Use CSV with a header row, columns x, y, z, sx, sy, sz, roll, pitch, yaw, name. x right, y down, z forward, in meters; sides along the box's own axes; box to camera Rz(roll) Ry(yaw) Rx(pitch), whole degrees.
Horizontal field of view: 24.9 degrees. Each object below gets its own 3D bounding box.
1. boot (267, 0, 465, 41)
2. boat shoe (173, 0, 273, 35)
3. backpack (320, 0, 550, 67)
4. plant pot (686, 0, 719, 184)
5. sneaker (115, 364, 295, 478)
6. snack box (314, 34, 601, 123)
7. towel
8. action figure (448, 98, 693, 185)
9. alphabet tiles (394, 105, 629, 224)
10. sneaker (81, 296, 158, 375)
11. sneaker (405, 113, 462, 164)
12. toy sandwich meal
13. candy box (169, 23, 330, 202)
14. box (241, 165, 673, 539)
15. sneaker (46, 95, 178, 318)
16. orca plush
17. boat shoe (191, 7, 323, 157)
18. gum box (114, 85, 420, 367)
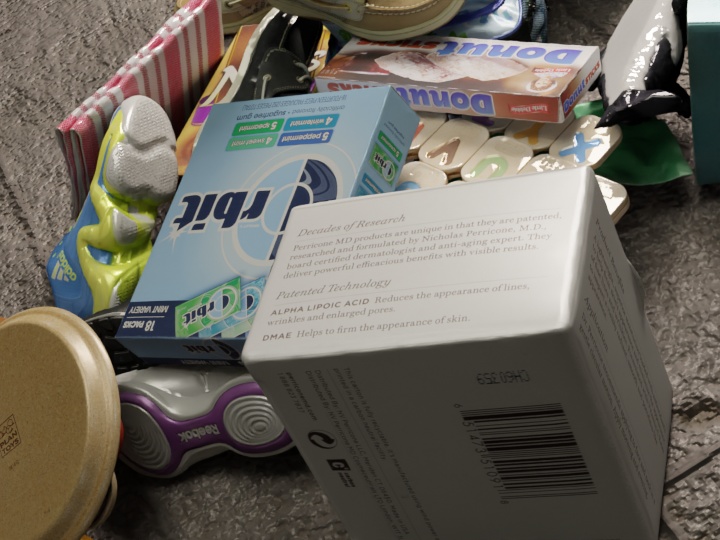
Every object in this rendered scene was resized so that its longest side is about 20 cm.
x,y,z,sx,sy,sz,roll,pitch,yaw,name
-0.028,-0.245,1.191,0.200,0.155,0.072,17,70,37,boot
-0.093,-0.279,1.551,0.199,0.063,0.073,-15,41,15,boat shoe
0.059,-0.221,1.334,0.182,0.147,0.200,-13,41,16,backpack
0.332,-0.157,1.126,0.199,0.142,0.142,0,45,15,plant pot
-0.104,0.095,1.156,0.199,0.075,0.100,-5,19,29,sneaker
0.069,-0.141,1.179,0.199,0.024,0.072,9,40,30,snack box
-0.183,-0.142,1.388,0.030,0.147,0.200,33,63,15,towel
0.125,-0.077,1.179,0.199,0.055,0.118,-11,36,-8,action figure
0.080,-0.055,1.117,0.200,0.015,0.196,27,62,36,alphabet tiles
-0.130,0.037,1.233,0.199,0.076,0.088,-13,26,11,sneaker
0.046,-0.101,1.259,0.199,0.085,0.075,-16,40,13,sneaker
-0.225,0.119,1.148,0.205,0.070,0.206,-11,72,37,toy sandwich meal
-0.080,-0.132,1.389,0.116,0.057,0.200,-2,44,28,candy box
0.066,0.062,0.977,0.199,0.199,0.131,-7,42,24,box
-0.209,-0.042,1.310,0.105,0.076,0.201,-10,65,35,sneaker
0.218,-0.139,1.149,0.105,0.071,0.200,-48,11,19,orca plush
-0.065,-0.138,1.295,0.067,0.072,0.200,8,53,23,boat shoe
-0.065,-0.030,1.129,0.169,0.045,0.201,-1,59,39,gum box
